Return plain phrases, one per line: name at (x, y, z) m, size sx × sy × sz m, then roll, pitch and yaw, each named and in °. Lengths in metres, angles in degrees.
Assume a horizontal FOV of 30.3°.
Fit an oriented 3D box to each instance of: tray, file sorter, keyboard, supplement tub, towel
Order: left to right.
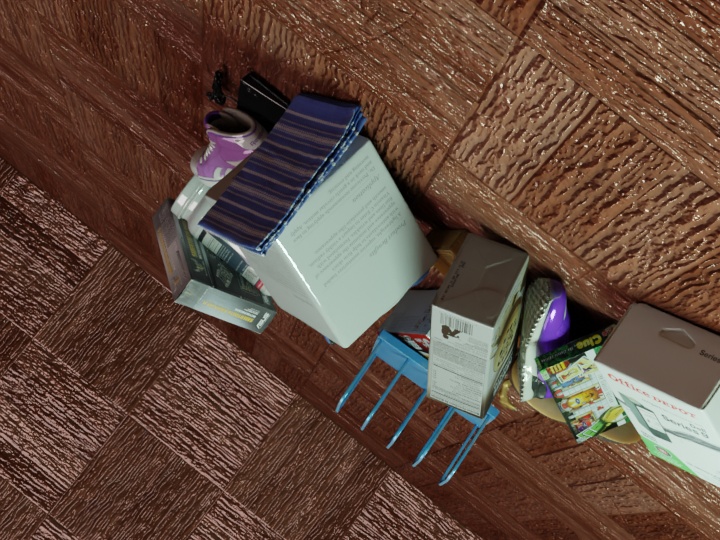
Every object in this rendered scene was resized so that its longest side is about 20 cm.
supplement tub at (-0.164, -0.073, 1.958) m, size 0.200 × 0.141 × 0.140 m, roll 39°, pitch 167°, yaw -3°
keyboard at (-0.142, -0.211, 1.703) m, size 0.127 × 0.021 × 0.200 m, roll 33°, pitch 166°, yaw -1°
towel at (-0.090, -0.114, 1.488) m, size 0.024 × 0.201 × 0.144 m, roll 44°, pitch 167°, yaw -36°
file sorter at (0.075, 0.200, 1.904) m, size 0.199 × 0.123 × 0.139 m, roll 35°, pitch 167°, yaw 5°
tray at (0.165, 0.028, 1.642) m, size 0.200 × 0.037 × 0.099 m, roll 44°, pitch 166°, yaw -17°

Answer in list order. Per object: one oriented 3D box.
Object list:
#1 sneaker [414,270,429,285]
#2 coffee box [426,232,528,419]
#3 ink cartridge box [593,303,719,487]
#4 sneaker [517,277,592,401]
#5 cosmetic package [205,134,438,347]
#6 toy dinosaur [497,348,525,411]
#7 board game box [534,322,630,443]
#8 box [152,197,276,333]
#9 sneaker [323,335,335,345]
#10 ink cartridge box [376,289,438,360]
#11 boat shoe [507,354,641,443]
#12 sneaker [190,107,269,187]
sneaker at (0.015, 0.009, 1.764) m, size 0.066 × 0.078 × 0.200 m, roll 55°, pitch 145°, yaw -11°
coffee box at (0.136, 0.069, 1.557) m, size 0.079 × 0.113 × 0.201 m, roll 20°, pitch 147°, yaw 15°
ink cartridge box at (0.351, 0.140, 1.405) m, size 0.146 × 0.084 × 0.200 m, roll 24°, pitch 160°, yaw 45°
sneaker at (0.240, 0.080, 1.559) m, size 0.099 × 0.070 × 0.201 m, roll 2°, pitch 141°, yaw 1°
cosmetic package at (-0.045, -0.050, 1.592) m, size 0.165 × 0.165 × 0.201 m, roll 28°, pitch 155°, yaw 51°
toy dinosaur at (0.194, 0.121, 1.765) m, size 0.200 × 0.107 × 0.060 m, roll 38°, pitch 165°, yaw -31°
board game box at (0.278, 0.136, 1.567) m, size 0.200 × 0.104 × 0.024 m, roll 55°, pitch -169°, yaw -52°
box at (-0.220, -0.008, 1.998) m, size 0.158 × 0.048 × 0.201 m, roll 22°, pitch -151°, yaw -35°
sneaker at (-0.058, 0.040, 1.924) m, size 0.078 × 0.075 × 0.200 m, roll 37°, pitch 167°, yaw 29°
ink cartridge box at (0.140, 0.112, 1.883) m, size 0.175 × 0.084 × 0.200 m, roll 40°, pitch 167°, yaw -13°
boat shoe at (0.268, 0.165, 1.703) m, size 0.199 × 0.071 × 0.070 m, roll 31°, pitch 177°, yaw -13°
sneaker at (-0.180, -0.171, 1.758) m, size 0.200 × 0.073 × 0.114 m, roll 1°, pitch 144°, yaw 48°
